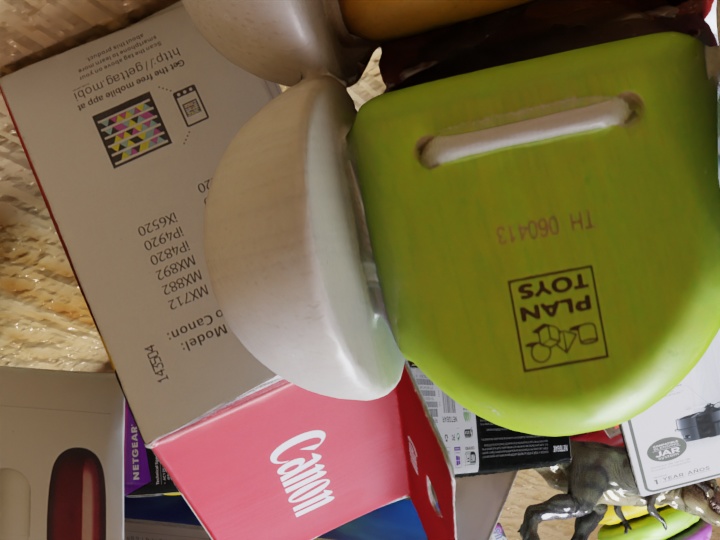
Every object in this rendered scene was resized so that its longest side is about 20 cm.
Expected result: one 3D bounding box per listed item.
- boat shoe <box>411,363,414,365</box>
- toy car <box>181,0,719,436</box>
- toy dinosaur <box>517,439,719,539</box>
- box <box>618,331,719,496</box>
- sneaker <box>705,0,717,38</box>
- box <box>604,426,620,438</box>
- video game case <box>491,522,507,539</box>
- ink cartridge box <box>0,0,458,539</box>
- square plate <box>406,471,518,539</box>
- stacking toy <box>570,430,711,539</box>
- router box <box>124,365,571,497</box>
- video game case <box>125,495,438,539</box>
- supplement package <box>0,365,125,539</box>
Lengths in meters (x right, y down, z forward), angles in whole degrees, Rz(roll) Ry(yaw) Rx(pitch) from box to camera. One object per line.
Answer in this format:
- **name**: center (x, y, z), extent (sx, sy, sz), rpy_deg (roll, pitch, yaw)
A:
- **boat shoe**: center (-0.009, 0.121, 0.978), extent (0.199, 0.063, 0.071), rpy_deg (-32, 160, 18)
- **toy car**: center (0.051, -0.055, 0.455), extent (0.173, 0.202, 0.150), rpy_deg (-12, 169, 15)
- **toy dinosaur**: center (0.133, 0.138, 1.015), extent (0.199, 0.089, 0.047), rpy_deg (22, 171, -22)
- **box**: center (0.166, 0.015, 0.795), extent (0.116, 0.060, 0.201), rpy_deg (-16, 135, 7)
- **sneaker**: center (0.166, -0.118, 0.608), extent (0.115, 0.076, 0.199), rpy_deg (-38, 151, 30)
- **box**: center (0.190, 0.002, 0.859), extent (0.199, 0.039, 0.137), rpy_deg (-25, 134, 15)
- **video game case**: center (-0.002, 0.235, 1.205), extent (0.180, 0.036, 0.200), rpy_deg (-19, 173, -18)
- **ink cartridge box**: center (-0.036, 0.033, 0.579), extent (0.083, 0.177, 0.200), rpy_deg (-24, 159, -5)
- **square plate**: center (-0.013, 0.171, 1.002), extent (0.199, 0.029, 0.198), rpy_deg (-20, -171, 19)
- **stacking toy**: center (0.192, 0.161, 1.100), extent (0.109, 0.201, 0.116), rpy_deg (-23, 179, -9)
- **router box**: center (0.000, 0.077, 0.804), extent (0.148, 0.052, 0.200), rpy_deg (-7, 173, 26)
- **video game case**: center (-0.053, 0.199, 0.883), extent (0.198, 0.046, 0.183), rpy_deg (5, 118, 7)
- **supplement package**: center (-0.191, 0.110, 0.585), extent (0.198, 0.112, 0.156), rpy_deg (5, 149, -16)
